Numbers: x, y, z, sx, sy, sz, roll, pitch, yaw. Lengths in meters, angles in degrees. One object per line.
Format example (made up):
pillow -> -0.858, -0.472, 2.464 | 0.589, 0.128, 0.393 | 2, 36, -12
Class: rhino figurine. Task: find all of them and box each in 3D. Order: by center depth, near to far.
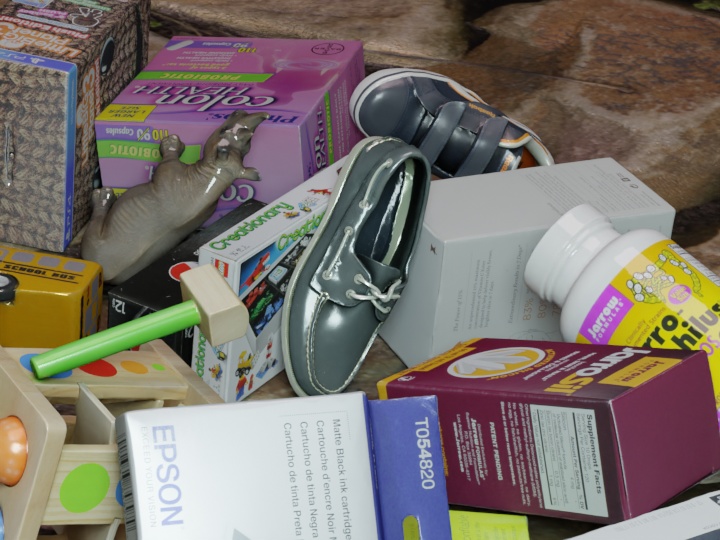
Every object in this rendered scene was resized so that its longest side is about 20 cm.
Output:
rhino figurine -> -0.141, -0.059, 1.713 | 0.060, 0.200, 0.088 | 42, 24, -28

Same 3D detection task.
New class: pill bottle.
pill bottle -> 0.207, 0.042, 1.513 | 0.200, 0.104, 0.104 | 40, 41, 23

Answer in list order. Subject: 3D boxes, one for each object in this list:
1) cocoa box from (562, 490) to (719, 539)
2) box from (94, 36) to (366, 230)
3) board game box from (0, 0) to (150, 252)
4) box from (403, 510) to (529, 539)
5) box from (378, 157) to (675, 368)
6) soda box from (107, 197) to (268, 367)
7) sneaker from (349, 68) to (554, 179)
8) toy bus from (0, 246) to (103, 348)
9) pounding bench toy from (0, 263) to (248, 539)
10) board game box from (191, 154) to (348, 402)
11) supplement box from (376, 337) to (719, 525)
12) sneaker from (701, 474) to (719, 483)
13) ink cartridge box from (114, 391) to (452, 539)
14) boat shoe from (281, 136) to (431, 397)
cocoa box -> 0.211, 0.220, 1.283 | 0.200, 0.134, 0.131 | -12, 34, -30
box -> -0.103, -0.117, 1.861 | 0.175, 0.097, 0.200 | 3, 27, 15
board game box -> -0.252, -0.135, 1.828 | 0.097, 0.160, 0.200 | 11, 29, 10
box -> 0.009, 0.194, 1.383 | 0.199, 0.048, 0.122 | 5, 28, -5
box -> 0.122, -0.001, 1.687 | 0.200, 0.125, 0.097 | -8, 31, -25
soda box -> -0.109, 0.015, 1.677 | 0.071, 0.063, 0.200 | 19, 30, 24
sneaker -> 0.087, -0.110, 1.881 | 0.200, 0.079, 0.079 | 17, 22, -31
toy bus -> -0.296, 0.018, 1.634 | 0.199, 0.065, 0.078 | 10, 28, 7
pounding bench toy -> -0.167, 0.087, 1.352 | 0.156, 0.200, 0.124 | 5, 23, -36
board game box -> -0.053, 0.007, 1.636 | 0.035, 0.127, 0.200 | 21, 31, 25
supplement box -> 0.123, 0.102, 1.465 | 0.200, 0.086, 0.110 | 2, 17, 43
sneaker -> 0.213, 0.108, 1.562 | 0.200, 0.071, 0.080 | 3, 31, -6
ink cartridge box -> -0.033, 0.172, 1.285 | 0.199, 0.200, 0.041 | -4, -10, -17
boat shoe -> 0.000, 0.000, 1.595 | 0.073, 0.200, 0.062 | 22, -7, -32
